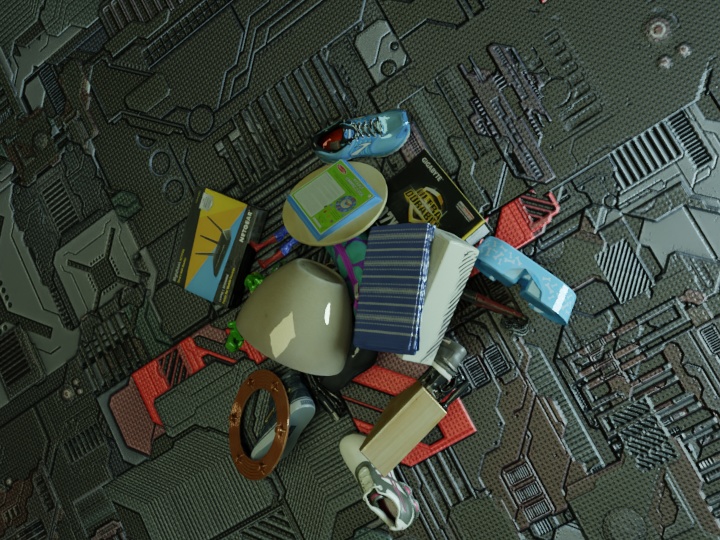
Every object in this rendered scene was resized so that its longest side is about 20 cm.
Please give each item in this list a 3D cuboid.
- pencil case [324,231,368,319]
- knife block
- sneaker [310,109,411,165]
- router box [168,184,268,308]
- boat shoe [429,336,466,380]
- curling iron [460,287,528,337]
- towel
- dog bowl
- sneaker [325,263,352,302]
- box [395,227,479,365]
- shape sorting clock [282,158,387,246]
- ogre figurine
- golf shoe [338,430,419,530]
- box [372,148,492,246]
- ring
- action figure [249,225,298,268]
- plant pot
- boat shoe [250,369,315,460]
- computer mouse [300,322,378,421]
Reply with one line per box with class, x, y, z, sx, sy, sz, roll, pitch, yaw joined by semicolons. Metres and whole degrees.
pencil case;0.000;0.000;1.326;0.085;0.091;0.202;-47;44;22
knife block;0.102;0.238;1.288;0.064;0.200;0.175;45;133;-3
sneaker;-0.001;-0.241;1.369;0.196;0.090;0.080;-16;84;18
router box;-0.280;-0.047;1.483;0.146;0.051;0.204;21;97;19
boat shoe;0.126;0.124;1.291;0.057;0.200;0.067;-46;113;1
curling iron;0.205;0.056;1.312;0.197;0.050;0.026;30;132;9
towel;0.052;0.027;1.191;0.143;0.024;0.205;-1;77;48
dog bowl;0.273;0.014;1.261;0.198;0.112;0.050;36;86;6
sneaker;-0.090;0.071;1.413;0.200;0.078;0.078;-43;64;10
box;0.107;0.040;1.197;0.082;0.067;0.204;40;111;54
shape sorting clock;-0.046;-0.120;1.346;0.195;0.040;0.203;-13;49;15
ogre figurine;-0.181;0.057;1.406;0.096;0.120;0.204;18;113;3
golf shoe;0.028;0.375;1.360;0.077;0.088;0.201;-46;75;15
box;0.110;-0.090;1.308;0.159;0.049;0.201;-41;54;11
ring;-0.197;0.288;1.417;0.198;0.019;0.205;-20;63;45
action figure;-0.120;-0.089;1.409;0.198;0.099;0.066;-31;124;-16
plant pot;-0.092;0.061;1.249;0.198;0.200;0.137;29;104;16
boat shoe;-0.154;0.283;1.438;0.201;0.070;0.092;-52;42;28
computer mouse;-0.042;0.175;1.368;0.139;0.052;0.200;53;125;16
